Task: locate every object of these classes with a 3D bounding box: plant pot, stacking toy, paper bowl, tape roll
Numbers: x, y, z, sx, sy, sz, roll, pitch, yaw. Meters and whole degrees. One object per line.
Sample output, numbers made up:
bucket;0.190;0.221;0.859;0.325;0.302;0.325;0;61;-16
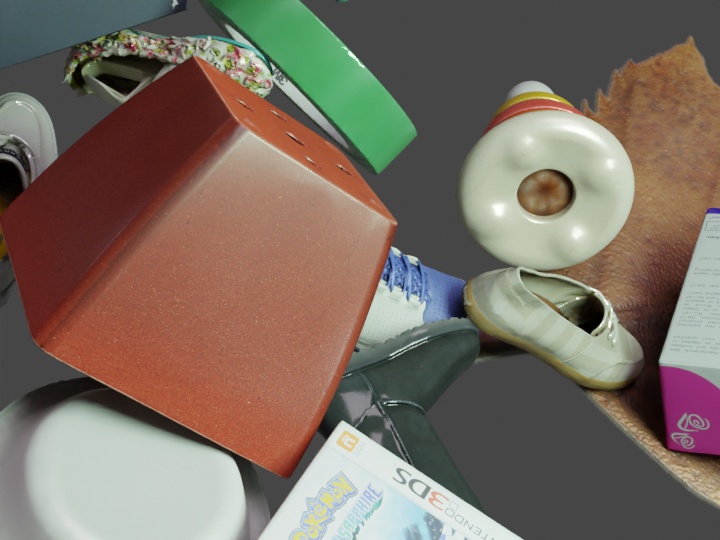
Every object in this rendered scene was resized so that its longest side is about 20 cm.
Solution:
plant pot;-0.093;-0.018;1.087;0.200;0.176;0.200;33;12;-29
stacking toy;0.150;-0.104;1.436;0.146;0.146;0.200;20;27;-12
paper bowl;-0.153;0.155;1.050;0.201;0.104;0.201;14;48;-16
tape roll;-0.042;-0.161;1.317;0.048;0.200;0.200;-45;78;-2

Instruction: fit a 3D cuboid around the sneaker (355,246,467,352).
sneaker;-0.001;0.000;1.249;0.199;0.115;0.081;12;50;-19

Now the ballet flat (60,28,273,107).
ballet flat;-0.152;-0.145;1.279;0.200;0.076;0.064;13;56;40

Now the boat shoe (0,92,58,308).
boat shoe;-0.256;-0.065;1.198;0.071;0.070;0.200;19;47;-13

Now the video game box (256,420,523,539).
video game box;0.010;0.216;1.005;0.182;0.047;0.200;31;56;7

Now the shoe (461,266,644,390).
shoe;0.165;0.043;1.310;0.200;0.053;0.070;22;41;-39

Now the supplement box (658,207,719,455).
supplement box;0.316;0.049;1.362;0.103;0.101;0.200;4;40;21

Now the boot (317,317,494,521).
boot;0.063;0.142;1.199;0.165;0.066;0.200;-19;61;-29

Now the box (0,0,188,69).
box;-0.263;-0.249;1.276;0.182;0.104;0.200;27;38;34

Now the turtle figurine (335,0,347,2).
turtle figurine;-0.066;-0.312;1.492;0.200;0.101;0.150;-26;68;-34
